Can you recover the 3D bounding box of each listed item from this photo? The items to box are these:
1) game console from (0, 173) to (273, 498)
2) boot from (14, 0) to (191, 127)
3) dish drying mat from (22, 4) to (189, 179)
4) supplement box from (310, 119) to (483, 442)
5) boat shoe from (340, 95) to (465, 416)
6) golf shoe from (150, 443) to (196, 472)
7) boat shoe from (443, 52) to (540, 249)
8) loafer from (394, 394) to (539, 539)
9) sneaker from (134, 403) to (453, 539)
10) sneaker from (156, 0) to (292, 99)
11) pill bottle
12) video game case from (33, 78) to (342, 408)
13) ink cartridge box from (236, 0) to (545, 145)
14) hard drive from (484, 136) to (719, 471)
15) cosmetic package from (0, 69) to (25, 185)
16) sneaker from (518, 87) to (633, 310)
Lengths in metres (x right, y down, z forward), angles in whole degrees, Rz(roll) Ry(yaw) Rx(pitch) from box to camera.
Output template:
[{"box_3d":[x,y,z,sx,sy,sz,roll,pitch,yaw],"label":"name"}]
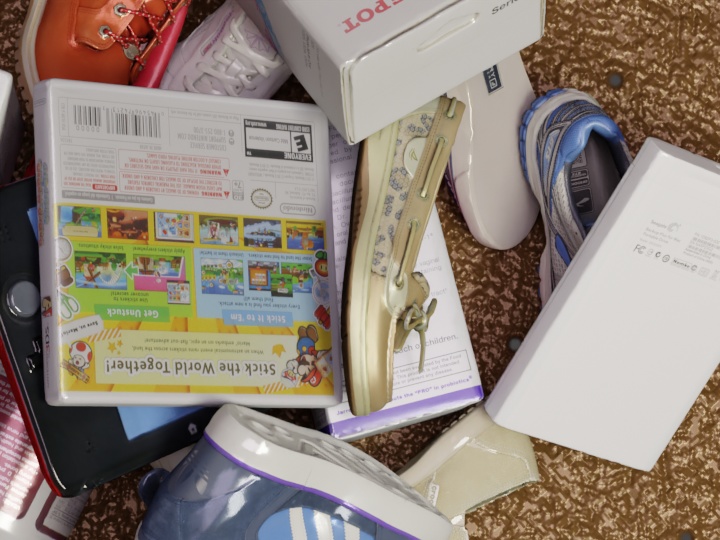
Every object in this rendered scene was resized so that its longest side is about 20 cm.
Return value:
[{"box_3d":[-0.127,0.017,1.510,0.199,0.031,0.178,-22,91,-38],"label":"game console"},{"box_3d":[-0.152,-0.150,1.608,0.107,0.075,0.201,-14,63,22],"label":"boot"},{"box_3d":[-0.173,-0.085,1.647,0.076,0.018,0.201,17,80,38],"label":"dish drying mat"},{"box_3d":[0.000,0.000,1.632,0.103,0.101,0.201,-15,85,-7],"label":"supplement box"},{"box_3d":[0.024,-0.012,1.548,0.062,0.073,0.202,7,81,-3],"label":"boat shoe"},{"box_3d":[-0.091,0.110,1.577,0.075,0.091,0.201,-39,128,-33],"label":"golf shoe"},{"box_3d":[0.058,-0.115,1.673,0.074,0.092,0.201,-23,113,-35],"label":"boat shoe"},{"box_3d":[0.034,0.159,1.630,0.200,0.076,0.068,-40,83,-8],"label":"loafer"},{"box_3d":[-0.050,0.170,1.529,0.199,0.081,0.147,26,98,-43],"label":"sneaker"},{"box_3d":[-0.080,-0.139,1.642,0.075,0.100,0.200,39,83,-2],"label":"sneaker"},{"box_3d":[-0.214,0.114,1.596,0.109,0.110,0.201,28,82,-1],"label":"pill bottle"},{"box_3d":[-0.098,-0.013,1.511,0.199,0.023,0.184,3,80,-39],"label":"video game case"},{"box_3d":[-0.002,-0.195,1.552,0.145,0.088,0.200,-31,60,-14],"label":"ink cartridge box"},{"box_3d":[0.178,0.024,1.612,0.131,0.026,0.201,18,112,-32],"label":"hard drive"},{"box_3d":[-0.303,-0.051,1.561,0.164,0.200,0.166,18,82,-3],"label":"cosmetic package"},{"box_3d":[0.152,-0.012,1.637,0.077,0.085,0.201,-22,105,-13],"label":"sneaker"}]
